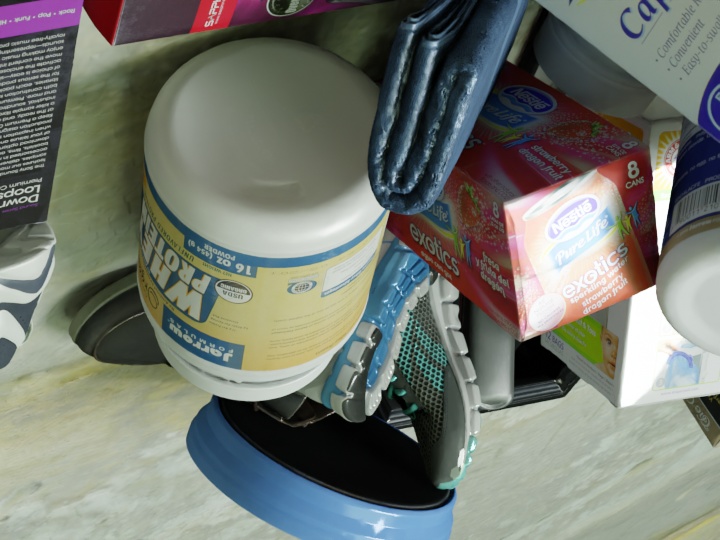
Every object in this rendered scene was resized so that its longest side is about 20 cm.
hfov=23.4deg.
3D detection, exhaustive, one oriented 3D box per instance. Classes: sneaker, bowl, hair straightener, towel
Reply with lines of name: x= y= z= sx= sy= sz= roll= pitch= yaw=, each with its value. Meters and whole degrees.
sneaker: x=-0.093 y=0.054 z=1.177 sx=0.199 sy=0.106 sz=0.075 roll=-6 pitch=145 yaw=-39
bowl: x=-0.024 y=0.136 z=1.228 sx=0.200 sy=0.200 sz=0.040 roll=7 pitch=111 yaw=-50
sneaker: x=-0.271 y=0.039 z=1.004 sx=0.199 sy=0.080 sz=0.130 roll=-26 pitch=147 yaw=-30
sneaker: x=0.000 y=0.000 z=1.171 sx=0.200 sy=0.086 sz=0.075 roll=-61 pitch=154 yaw=-25
hair straightener: x=0.102 y=0.002 z=1.227 sx=0.041 sy=0.077 sz=0.201 roll=5 pitch=100 yaw=-16
sneaker: x=0.028 y=0.058 z=1.229 sx=0.091 sy=0.201 sz=0.078 roll=-6 pitch=164 yaw=-14
towel: x=0.052 y=-0.118 z=0.958 sx=0.200 sy=0.048 sz=0.112 roll=-62 pitch=171 yaw=-56

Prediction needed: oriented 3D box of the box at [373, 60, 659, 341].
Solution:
box: x=0.083 y=-0.053 z=1.047 sx=0.099 sy=0.200 sz=0.096 roll=-20 pitch=122 yaw=-18

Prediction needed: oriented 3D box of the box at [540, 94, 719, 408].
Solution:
box: x=0.199 y=-0.025 z=1.176 sx=0.101 sy=0.112 sz=0.201 roll=-6 pitch=114 yaw=-22

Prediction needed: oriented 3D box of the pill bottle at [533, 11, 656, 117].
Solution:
pill bottle: x=0.183 y=-0.188 z=1.009 sx=0.111 sy=0.111 sz=0.200 roll=-6 pitch=141 yaw=-38

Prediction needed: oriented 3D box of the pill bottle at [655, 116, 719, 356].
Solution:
pill bottle: x=0.241 y=-0.055 z=1.013 sx=0.115 sy=0.201 sz=0.116 roll=11 pitch=145 yaw=8

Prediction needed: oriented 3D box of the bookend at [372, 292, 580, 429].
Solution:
bookend: x=0.114 y=0.018 z=1.334 sx=0.198 sy=0.092 sz=0.200 roll=-6 pitch=144 yaw=-38

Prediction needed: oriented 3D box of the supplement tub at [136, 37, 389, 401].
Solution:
supplement tub: x=-0.059 y=-0.024 z=1.032 sx=0.144 sy=0.145 sz=0.200 roll=-19 pitch=151 yaw=-20

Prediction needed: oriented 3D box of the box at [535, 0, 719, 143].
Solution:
box: x=0.178 y=-0.193 z=0.871 sx=0.105 sy=0.200 sz=0.184 roll=-35 pitch=160 yaw=-52

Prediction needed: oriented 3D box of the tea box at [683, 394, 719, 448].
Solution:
tea box: x=0.312 y=-0.005 z=1.370 sx=0.133 sy=0.200 sz=0.197 roll=-15 pitch=151 yaw=-27

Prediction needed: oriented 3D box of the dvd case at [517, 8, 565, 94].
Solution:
dvd case: x=0.199 y=-0.170 z=1.174 sx=0.199 sy=0.018 sz=0.143 roll=-16 pitch=150 yaw=-26

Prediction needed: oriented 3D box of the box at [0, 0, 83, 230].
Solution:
box: x=-0.224 y=-0.080 z=0.896 sx=0.142 sy=0.036 sz=0.200 roll=-14 pitch=148 yaw=-26

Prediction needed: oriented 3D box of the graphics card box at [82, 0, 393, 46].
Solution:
graphics card box: x=-0.036 y=-0.185 z=0.881 sx=0.199 sy=0.051 sz=0.126 roll=-14 pitch=149 yaw=-30
